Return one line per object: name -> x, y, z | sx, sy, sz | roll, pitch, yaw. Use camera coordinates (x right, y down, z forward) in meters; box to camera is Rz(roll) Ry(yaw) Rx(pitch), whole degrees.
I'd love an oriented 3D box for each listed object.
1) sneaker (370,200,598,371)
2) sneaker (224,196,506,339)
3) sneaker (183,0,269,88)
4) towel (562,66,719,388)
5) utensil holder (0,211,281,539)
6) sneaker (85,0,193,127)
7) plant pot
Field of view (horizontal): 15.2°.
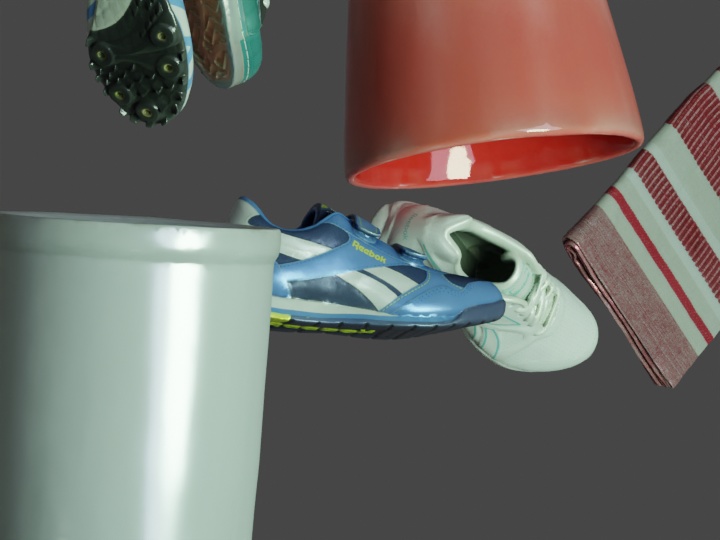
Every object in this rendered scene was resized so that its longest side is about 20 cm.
sneaker -> 0.096, 0.017, 1.806 | 0.200, 0.080, 0.071 | 30, 72, -35
sneaker -> 0.000, 0.000, 1.712 | 0.199, 0.074, 0.083 | 7, 79, -19
sneaker -> -0.079, -0.217, 1.668 | 0.080, 0.071, 0.201 | -16, 100, -31
towel -> 0.237, -0.032, 1.947 | 0.200, 0.023, 0.144 | -47, 116, -28
utensil holder -> -0.136, 0.069, 1.578 | 0.169, 0.170, 0.201 | 1, 94, -37
sneaker -> -0.138, -0.186, 1.631 | 0.073, 0.072, 0.201 | -51, 132, -59
plant pot -> 0.076, -0.155, 1.725 | 0.200, 0.200, 0.178 | -2, 83, -37
